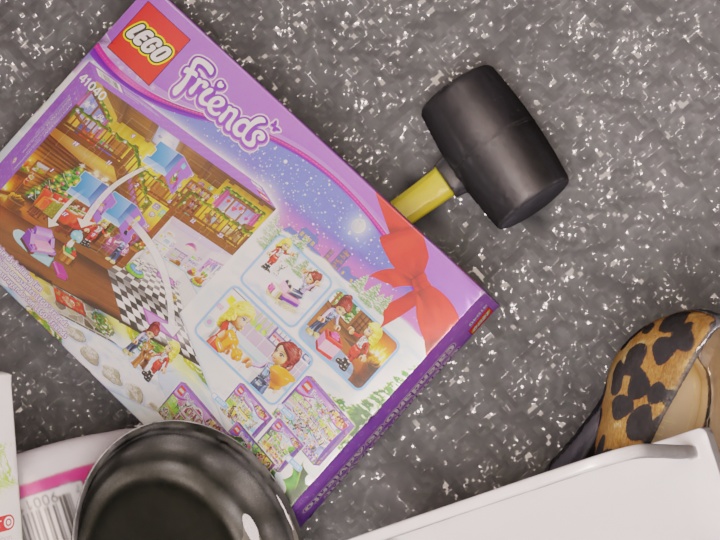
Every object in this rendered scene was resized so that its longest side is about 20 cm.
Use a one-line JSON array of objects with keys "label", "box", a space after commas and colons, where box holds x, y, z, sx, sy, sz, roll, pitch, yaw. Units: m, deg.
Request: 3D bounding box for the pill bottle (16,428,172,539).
[{"label": "pill bottle", "box": [-0.107, 0.175, 1.202, 0.113, 0.113, 0.201, -18, 82, -2]}]

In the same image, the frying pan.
[{"label": "frying pan", "box": [-0.090, 0.133, 1.133, 0.190, 0.031, 0.115, -38, 100, -43]}]

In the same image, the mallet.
[{"label": "mallet", "box": [0.000, 0.000, 1.268, 0.200, 0.041, 0.066, -42, 80, -1]}]

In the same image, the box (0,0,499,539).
[{"label": "box", "box": [-0.060, -0.003, 1.243, 0.200, 0.039, 0.137, 43, 92, 15]}]

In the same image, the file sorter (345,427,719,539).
[{"label": "file sorter", "box": [0.083, 0.174, 1.093, 0.138, 0.124, 0.201, -20, 82, 16]}]

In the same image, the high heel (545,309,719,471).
[{"label": "high heel", "box": [0.123, 0.120, 1.163, 0.071, 0.143, 0.201, 5, 54, -22]}]

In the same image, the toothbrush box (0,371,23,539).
[{"label": "toothbrush box", "box": [-0.203, 0.143, 1.107, 0.145, 0.086, 0.201, -10, 100, -43]}]
